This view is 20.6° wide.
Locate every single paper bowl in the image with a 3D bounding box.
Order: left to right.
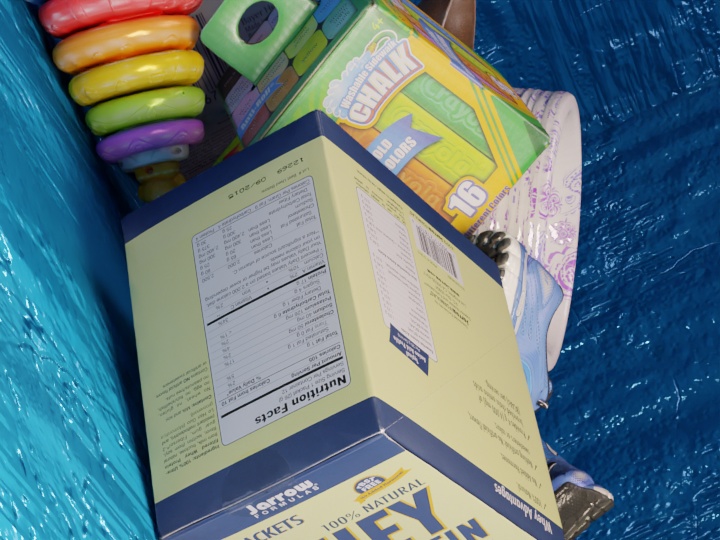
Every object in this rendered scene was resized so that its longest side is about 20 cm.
[{"bbox_3d":[0.096,-0.031,1.419,0.201,0.104,0.202,5,90,-76],"label":"paper bowl"}]

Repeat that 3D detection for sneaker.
[{"bbox_3d":[0.074,0.082,1.192,0.089,0.201,0.078,28,-10,-33],"label":"sneaker"},{"bbox_3d":[0.108,0.150,1.361,0.089,0.078,0.200,53,-12,-2],"label":"sneaker"}]

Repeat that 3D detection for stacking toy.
[{"bbox_3d":[-0.135,-0.103,1.240,0.110,0.115,0.201,-6,83,-82],"label":"stacking toy"}]

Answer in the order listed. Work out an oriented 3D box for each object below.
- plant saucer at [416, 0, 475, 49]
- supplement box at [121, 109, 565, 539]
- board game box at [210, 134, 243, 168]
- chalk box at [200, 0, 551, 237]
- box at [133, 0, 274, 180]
[{"bbox_3d":[0.049,-0.122,1.479,0.200,0.034,0.201,12,90,-79],"label":"plant saucer"},{"bbox_3d":[-0.008,0.064,1.058,0.200,0.134,0.201,38,33,-47],"label":"supplement box"},{"bbox_3d":[-0.005,0.000,1.253,0.200,0.048,0.102,36,14,-24],"label":"board game box"},{"bbox_3d":[-0.004,-0.111,1.239,0.200,0.125,0.124,33,14,-27],"label":"chalk box"},{"bbox_3d":[-0.082,-0.138,1.408,0.105,0.183,0.200,65,4,13],"label":"box"}]
